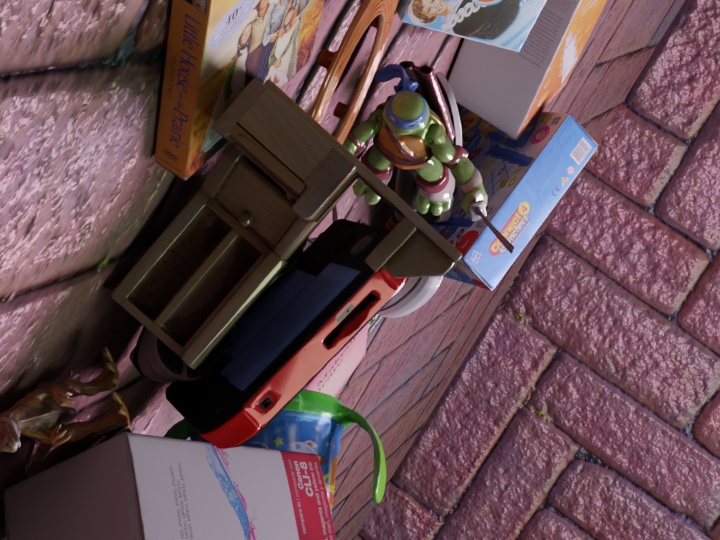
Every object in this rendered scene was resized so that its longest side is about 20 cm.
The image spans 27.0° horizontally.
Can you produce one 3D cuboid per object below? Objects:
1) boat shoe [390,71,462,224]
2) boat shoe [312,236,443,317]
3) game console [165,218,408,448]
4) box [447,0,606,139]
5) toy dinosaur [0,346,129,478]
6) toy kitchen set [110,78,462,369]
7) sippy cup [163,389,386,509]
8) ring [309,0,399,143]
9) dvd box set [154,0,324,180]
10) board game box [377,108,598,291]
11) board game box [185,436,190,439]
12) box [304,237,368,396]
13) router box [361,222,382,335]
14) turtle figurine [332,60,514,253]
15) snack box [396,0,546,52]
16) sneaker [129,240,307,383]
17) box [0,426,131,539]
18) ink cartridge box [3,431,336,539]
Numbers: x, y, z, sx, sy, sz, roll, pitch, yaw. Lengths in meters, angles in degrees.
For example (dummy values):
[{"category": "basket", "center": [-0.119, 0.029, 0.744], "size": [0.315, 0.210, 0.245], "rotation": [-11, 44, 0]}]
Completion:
[{"category": "boat shoe", "center": [0.063, -0.115, 1.523], "size": [0.060, 0.076, 0.200], "rotation": [-13, 138, -12]}, {"category": "boat shoe", "center": [0.000, 0.000, 1.364], "size": [0.200, 0.067, 0.074], "rotation": [-7, -119, 60]}, {"category": "game console", "center": [-0.057, 0.040, 1.109], "size": [0.200, 0.031, 0.177], "rotation": [-45, -159, -8]}, {"category": "box", "center": [0.180, -0.257, 1.540], "size": [0.124, 0.097, 0.200], "rotation": [-47, 166, -39]}, {"category": "toy dinosaur", "center": [-0.213, 0.101, 1.036], "size": [0.106, 0.061, 0.200], "rotation": [-20, 169, -2]}, {"category": "toy kitchen set", "center": [-0.054, 0.002, 0.968], "size": [0.181, 0.163, 0.200], "rotation": [-49, 180, 0]}, {"category": "sippy cup", "center": [-0.078, 0.179, 1.257], "size": [0.177, 0.131, 0.139], "rotation": [-20, 152, 40]}, {"category": "ring", "center": [-0.017, -0.140, 1.156], "size": [0.200, 0.019, 0.201], "rotation": [25, 90, -85]}, {"category": "dvd box set", "center": [-0.066, -0.163, 0.927], "size": [0.146, 0.029, 0.200], "rotation": [-49, 167, -33]}, {"category": "board game box", "center": [0.132, -0.086, 1.642], "size": [0.200, 0.056, 0.196], "rotation": [-53, -152, -12]}, {"category": "board game box", "center": [-0.210, 0.236, 1.447], "size": [0.127, 0.035, 0.200], "rotation": [-59, 169, 19]}, {"category": "box", "center": [-0.069, 0.063, 1.359], "size": [0.128, 0.109, 0.200], "rotation": [-52, 169, -17]}, {"category": "router box", "center": [-0.037, 0.065, 1.627], "size": [0.200, 0.062, 0.150], "rotation": [-51, 169, -25]}, {"category": "turtle figurine", "center": [0.035, -0.072, 1.351], "size": [0.143, 0.201, 0.194], "rotation": [-21, 171, -1]}, {"category": "snack box", "center": [0.117, -0.276, 1.189], "size": [0.200, 0.116, 0.037], "rotation": [-63, -150, 32]}, {"category": "sneaker", "center": [-0.114, 0.007, 1.162], "size": [0.080, 0.074, 0.200], "rotation": [-26, -158, 53]}, {"category": "box", "center": [-0.208, 0.236, 1.143], "size": [0.044, 0.161, 0.200], "rotation": [-22, -169, 35]}, {"category": "ink cartridge box", "center": [-0.134, 0.213, 1.085], "size": [0.145, 0.145, 0.200], "rotation": [-27, 154, 34]}]
